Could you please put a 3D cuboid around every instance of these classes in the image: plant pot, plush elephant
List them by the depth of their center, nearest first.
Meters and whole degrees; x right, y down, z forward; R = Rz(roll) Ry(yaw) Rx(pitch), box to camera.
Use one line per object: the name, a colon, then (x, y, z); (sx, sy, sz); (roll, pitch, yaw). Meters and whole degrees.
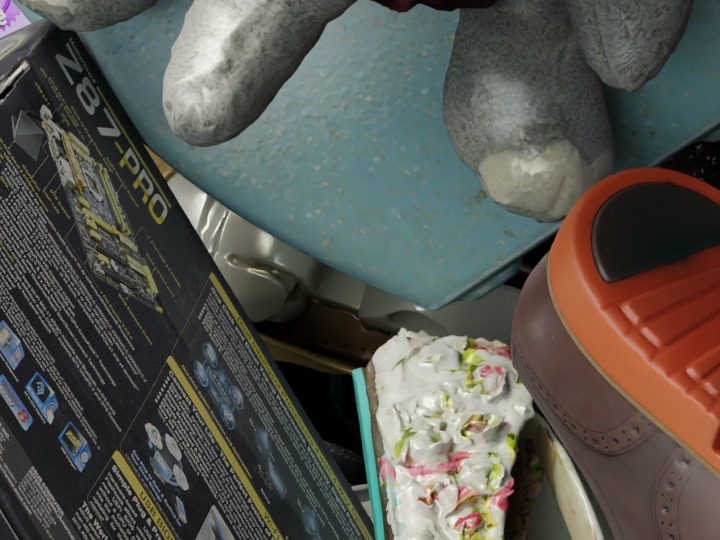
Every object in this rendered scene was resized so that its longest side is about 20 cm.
plush elephant: (0.001, -0.092, 0.606); (0.165, 0.155, 0.200); (29, 118, 2)
plant pot: (0.026, -0.108, 0.781); (0.196, 0.196, 0.200); (-34, 90, 25)

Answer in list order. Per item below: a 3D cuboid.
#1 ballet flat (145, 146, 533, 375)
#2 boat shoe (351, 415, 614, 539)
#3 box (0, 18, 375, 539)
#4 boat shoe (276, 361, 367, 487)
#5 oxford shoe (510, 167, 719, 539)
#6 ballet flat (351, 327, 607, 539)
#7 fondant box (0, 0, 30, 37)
ballet flat: (0.000, 0.000, 0.828); (0.200, 0.063, 0.069); (20, 81, -3)
boat shoe: (0.012, 0.094, 0.822); (0.200, 0.062, 0.073); (-22, 67, 24)
box: (-0.061, 0.054, 0.692); (0.049, 0.161, 0.200); (-23, 109, 23)
boat shoe: (-0.023, 0.054, 0.886); (0.066, 0.070, 0.200); (-2, 86, 29)
oxford shoe: (0.111, 0.068, 0.665); (0.200, 0.071, 0.073); (52, 146, 14)
ballet flat: (0.037, 0.100, 0.713); (0.064, 0.076, 0.200); (-6, 60, 2)
fondant box: (-0.164, -0.033, 0.951); (0.200, 0.058, 0.144); (-17, 87, 26)
